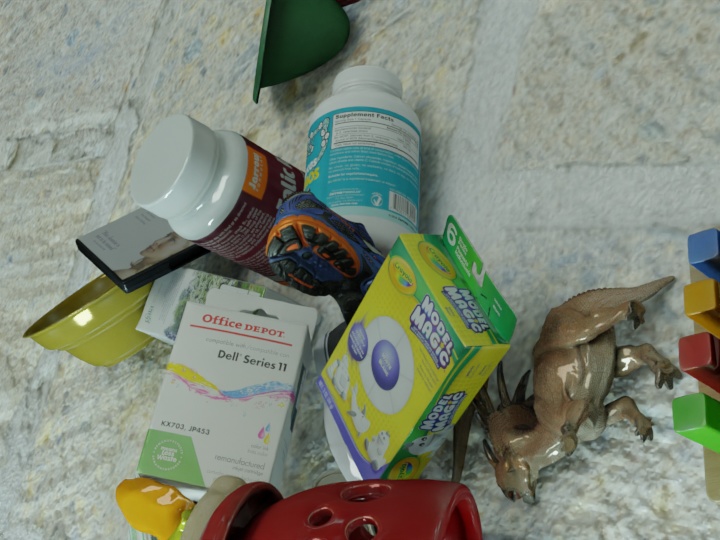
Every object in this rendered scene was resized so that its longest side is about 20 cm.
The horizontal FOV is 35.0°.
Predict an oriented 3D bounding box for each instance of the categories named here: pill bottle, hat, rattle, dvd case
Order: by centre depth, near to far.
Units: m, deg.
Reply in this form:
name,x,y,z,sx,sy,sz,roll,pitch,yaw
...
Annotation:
name,x,y,z,sx,sy,sz,roll,pitch,yaw
rattle,-0.160,0.246,0.862,0.131,0.142,0.201,104,-173,-51
pill bottle,0.002,-0.091,1.076,0.110,0.110,0.201,-21,55,39
pill bottle,-0.119,-0.069,1.124,0.114,0.199,0.115,-24,53,37
dvd case,-0.197,-0.049,1.247,0.199,0.018,0.142,-29,33,-23
hat,-0.021,-0.261,1.268,0.200,0.175,0.167,115,164,-70

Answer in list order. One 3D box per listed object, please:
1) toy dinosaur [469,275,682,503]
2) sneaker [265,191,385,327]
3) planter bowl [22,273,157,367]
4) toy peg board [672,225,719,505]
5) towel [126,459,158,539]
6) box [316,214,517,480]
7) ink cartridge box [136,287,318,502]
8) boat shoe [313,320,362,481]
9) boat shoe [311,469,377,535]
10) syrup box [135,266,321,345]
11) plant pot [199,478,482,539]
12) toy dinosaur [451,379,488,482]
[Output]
name,x,y,z,sx,sy,sz,roll,pitch,yaw
toy dinosaur,0.152,0.075,0.848,0.135,0.086,0.201,12,72,57
sneaker,0.000,0.000,0.963,0.075,0.200,0.079,-29,39,21
planter bowl,-0.274,0.051,1.291,0.200,0.084,0.200,-30,12,7
toy peg board,0.286,0.027,0.713,0.199,0.098,0.201,-20,56,39
towel,-0.194,0.288,1.058,0.201,0.030,0.150,106,155,-43
box,0.040,0.064,0.870,0.201,0.048,0.118,-60,44,35
ink cartridge box,-0.111,0.102,1.004,0.116,0.067,0.201,10,65,6
boat shoe,0.012,0.116,0.992,0.066,0.070,0.201,-44,36,23
boat shoe,0.002,0.262,0.937,0.066,0.057,0.201,-14,56,0
syrup box,-0.140,0.053,1.174,0.199,0.081,0.079,10,76,50
plant pot,-0.016,0.246,0.797,0.181,0.201,0.202,-1,65,16
toy dinosaur,0.085,0.097,0.926,0.060,0.106,0.201,0,62,14
